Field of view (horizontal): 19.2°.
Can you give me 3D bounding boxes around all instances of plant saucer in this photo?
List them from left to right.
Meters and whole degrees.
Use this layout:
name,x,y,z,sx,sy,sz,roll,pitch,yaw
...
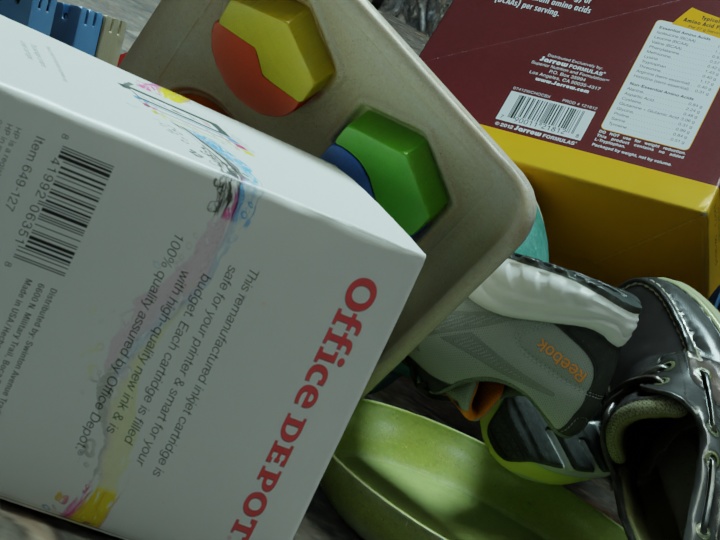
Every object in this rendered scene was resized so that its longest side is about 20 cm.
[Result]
name,x,y,z,sx,sy,sz,roll,pitch,yaw
plant saucer,0.057,0.120,0.985,0.199,0.031,0.200,27,10,-5

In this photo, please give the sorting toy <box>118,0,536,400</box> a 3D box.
name,x,y,z,sx,sy,sz,roll,pitch,yaw
sorting toy,-0.030,-0.051,0.950,0.036,0.185,0.200,-32,81,-39

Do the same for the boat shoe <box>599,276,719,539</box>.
name,x,y,z,sx,sy,sz,roll,pitch,yaw
boat shoe,0.146,0.075,0.996,0.065,0.073,0.201,25,34,-34

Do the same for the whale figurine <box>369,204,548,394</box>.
name,x,y,z,sx,sy,sz,roll,pitch,yaw
whale figurine,0.000,0.000,1.113,0.199,0.160,0.104,0,25,-1

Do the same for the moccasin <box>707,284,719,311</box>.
name,x,y,z,sx,sy,sz,roll,pitch,yaw
moccasin,0.180,0.083,1.071,0.080,0.201,0.068,1,-32,11

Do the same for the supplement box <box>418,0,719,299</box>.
name,x,y,z,sx,sy,sz,roll,pitch,yaw
supplement box,0.142,-0.085,1.229,0.196,0.200,0.133,16,-36,22

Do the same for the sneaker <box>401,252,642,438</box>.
name,x,y,z,sx,sy,sz,roll,pitch,yaw
sneaker,0.033,0.023,1.002,0.199,0.080,0.074,16,-1,35

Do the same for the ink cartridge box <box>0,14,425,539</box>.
name,x,y,z,sx,sy,sz,roll,pitch,yaw
ink cartridge box,-0.105,0.004,0.829,0.199,0.148,0.145,23,11,-21

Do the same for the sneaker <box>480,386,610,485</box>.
name,x,y,z,sx,sy,sz,roll,pitch,yaw
sneaker,0.100,0.071,1.097,0.200,0.090,0.078,-21,86,-62

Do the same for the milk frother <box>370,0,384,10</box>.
name,x,y,z,sx,sy,sz,roll,pitch,yaw
milk frother,0.032,-0.078,1.362,0.187,0.200,0.181,22,32,-22

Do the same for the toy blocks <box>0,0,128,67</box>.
name,x,y,z,sx,sy,sz,roll,pitch,yaw
toy blocks,-0.159,-0.075,1.044,0.099,0.138,0.200,14,2,18
